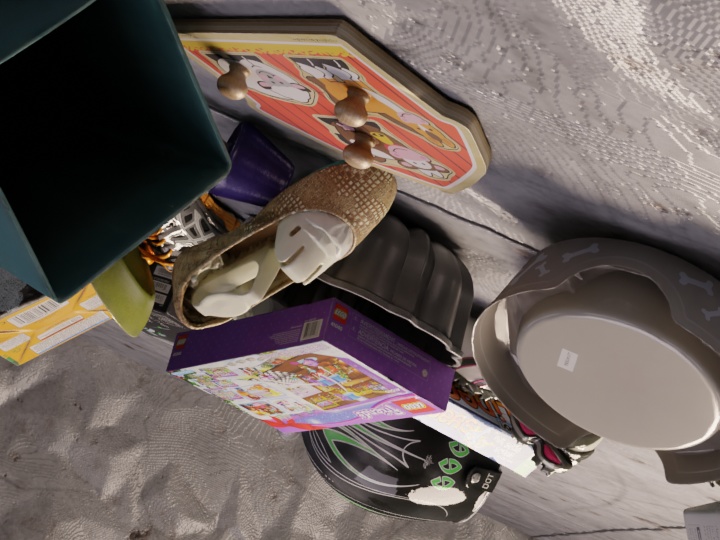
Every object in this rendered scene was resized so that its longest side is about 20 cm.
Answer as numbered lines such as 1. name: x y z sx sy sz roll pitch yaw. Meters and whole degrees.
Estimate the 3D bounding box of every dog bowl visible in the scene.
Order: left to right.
1. dog bowl: 0.175 0.058 1.033 0.199 0.059 0.201 21 146 15

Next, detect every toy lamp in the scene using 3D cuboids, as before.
1. toy lamp: -0.139 -0.103 1.083 0.199 0.059 0.058 27 168 -15

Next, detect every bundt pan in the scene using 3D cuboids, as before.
1. bundt pan: 0.000 0.000 1.219 0.201 0.076 0.202 22 169 5

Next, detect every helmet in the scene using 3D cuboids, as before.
1. helmet: 0.036 0.147 1.542 0.190 0.201 0.200 23 169 -13

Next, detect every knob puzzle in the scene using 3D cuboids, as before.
1. knob puzzle: -0.007 -0.088 0.952 0.218 0.031 0.220 22 168 5

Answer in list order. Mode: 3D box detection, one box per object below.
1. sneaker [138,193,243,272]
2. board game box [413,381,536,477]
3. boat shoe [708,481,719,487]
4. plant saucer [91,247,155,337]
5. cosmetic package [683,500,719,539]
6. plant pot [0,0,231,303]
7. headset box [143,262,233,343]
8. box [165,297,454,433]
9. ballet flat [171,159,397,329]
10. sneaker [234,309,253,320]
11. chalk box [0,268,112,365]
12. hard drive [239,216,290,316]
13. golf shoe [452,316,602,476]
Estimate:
1. sneaker: -0.168 -0.041 1.376 0.078 0.078 0.200 16 165 39
2. board game box: 0.074 0.092 1.402 0.199 0.034 0.136 30 -154 -36
3. boat shoe: 0.265 0.124 1.108 0.073 0.063 0.200 23 169 -4
4. plant saucer: -0.224 -0.040 1.357 0.200 0.031 0.201 -26 -90 -88
5. cosmetic package: 0.361 0.206 1.109 0.198 0.124 0.200 -10 174 -9
6. plant pot: -0.209 -0.097 0.950 0.199 0.141 0.142 18 139 46
7. headset box: -0.192 0.021 1.658 0.173 0.093 0.200 15 166 35
8. box: -0.042 0.080 1.255 0.136 0.039 0.199 32 150 -34
9. ballet flat: -0.055 -0.010 1.086 0.199 0.066 0.070 -30 125 34
10. sneaker: -0.074 0.058 1.430 0.075 0.081 0.200 40 -169 -20
11. chalk box: -0.308 -0.040 1.402 0.124 0.124 0.201 61 -176 -71
12. hard drive: -0.021 0.043 1.396 0.199 0.027 0.132 33 -156 -33
13. golf shoe: 0.134 0.081 1.361 0.200 0.088 0.077 43 -157 4
